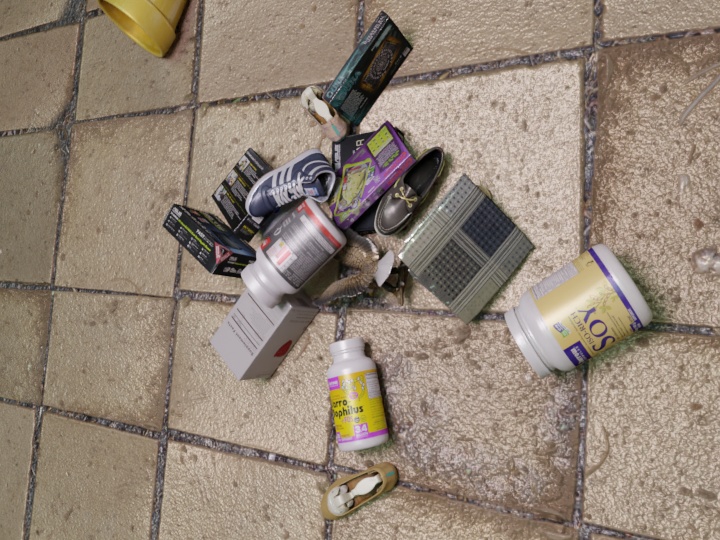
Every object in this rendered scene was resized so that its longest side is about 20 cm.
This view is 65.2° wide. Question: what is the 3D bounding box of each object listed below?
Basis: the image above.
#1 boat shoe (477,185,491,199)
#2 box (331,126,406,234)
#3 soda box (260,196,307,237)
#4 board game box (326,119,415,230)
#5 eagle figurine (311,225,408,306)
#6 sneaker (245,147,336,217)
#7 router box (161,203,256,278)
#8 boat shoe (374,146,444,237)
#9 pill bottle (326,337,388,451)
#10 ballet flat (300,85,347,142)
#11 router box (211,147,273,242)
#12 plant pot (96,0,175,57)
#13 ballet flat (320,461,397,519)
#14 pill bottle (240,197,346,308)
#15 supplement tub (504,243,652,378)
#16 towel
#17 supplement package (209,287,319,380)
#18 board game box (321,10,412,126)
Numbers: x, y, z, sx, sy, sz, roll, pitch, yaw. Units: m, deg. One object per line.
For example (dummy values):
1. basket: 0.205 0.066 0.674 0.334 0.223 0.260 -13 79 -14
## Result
1. boat shoe: 0.176 -0.076 1.073 0.072 0.064 0.202 43 103 24
2. box: 0.016 -0.182 1.179 0.155 0.043 0.208 -4 83 26
3. soda box: -0.147 -0.159 1.248 0.199 0.063 0.069 -42 66 17
4. board game box: 0.011 -0.190 1.123 0.199 0.032 0.122 -42 45 18
5. eagle figurine: 0.000 0.006 1.115 0.193 0.152 0.156 12 117 11
6. sneaker: -0.136 -0.159 1.127 0.198 0.071 0.109 -37 47 -5
7. router box: -0.334 -0.064 1.285 0.198 0.149 0.063 39 101 24
8. boat shoe: 0.094 -0.156 1.092 0.071 0.061 0.204 35 82 0
9. pill bottle: -0.010 0.242 1.111 0.101 0.103 0.208 -17 77 24
10. ballet flat: -0.089 -0.358 1.217 0.068 0.067 0.201 -42 53 6
11. router box: -0.248 -0.173 1.254 0.150 0.051 0.200 -49 40 5
12. plant pot: -0.541 -0.698 1.452 0.197 0.201 0.192 30 81 26
13. ballet flat: -0.016 0.437 1.114 0.198 0.063 0.070 -38 69 18
14. pill bottle: -0.130 -0.030 1.087 0.199 0.116 0.116 -43 68 4
15. supplement tub: 0.351 0.070 0.923 0.198 0.144 0.148 -36 70 18
16. towel: 0.189 -0.036 1.033 0.192 0.035 0.201 42 92 -3
17. supplement package: -0.206 0.119 1.214 0.120 0.120 0.202 43 104 23
18. board game box: 0.017 -0.407 1.154 0.028 0.134 0.202 43 102 24
